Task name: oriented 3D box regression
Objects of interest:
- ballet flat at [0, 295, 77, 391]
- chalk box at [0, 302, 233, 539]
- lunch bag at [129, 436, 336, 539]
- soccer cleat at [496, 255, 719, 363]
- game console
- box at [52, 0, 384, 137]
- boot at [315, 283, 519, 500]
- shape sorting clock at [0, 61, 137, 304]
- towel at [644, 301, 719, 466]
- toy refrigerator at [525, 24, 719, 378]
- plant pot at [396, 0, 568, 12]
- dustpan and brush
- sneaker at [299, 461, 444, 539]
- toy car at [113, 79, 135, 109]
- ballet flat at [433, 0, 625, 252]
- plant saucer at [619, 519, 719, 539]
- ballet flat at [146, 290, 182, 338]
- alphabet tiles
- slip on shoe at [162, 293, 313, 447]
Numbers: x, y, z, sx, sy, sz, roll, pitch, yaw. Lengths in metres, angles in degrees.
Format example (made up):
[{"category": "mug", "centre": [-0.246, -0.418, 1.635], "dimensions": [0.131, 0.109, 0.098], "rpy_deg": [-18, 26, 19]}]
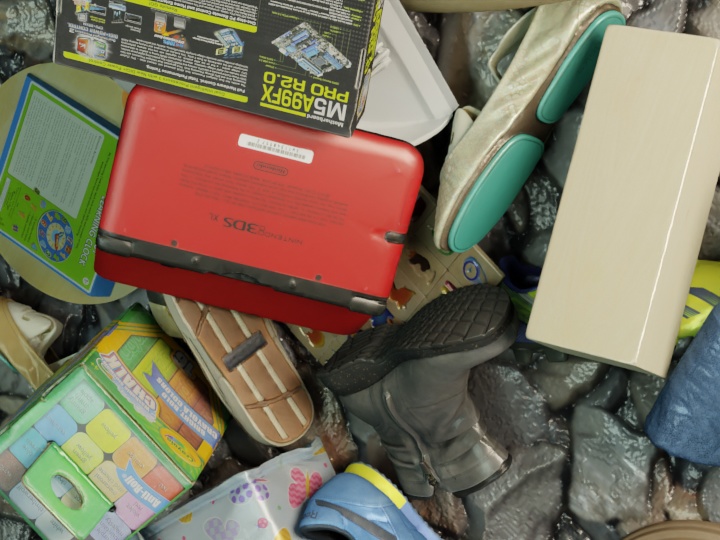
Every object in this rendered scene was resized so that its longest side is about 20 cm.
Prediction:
[{"category": "ballet flat", "centre": [-0.263, 0.078, 1.329], "dimensions": [0.063, 0.069, 0.200], "rpy_deg": [-42, 80, 5]}, {"category": "chalk box", "centre": [-0.194, 0.131, 1.174], "dimensions": [0.124, 0.200, 0.125], "rpy_deg": [-39, 98, 16]}, {"category": "lunch bag", "centre": [-0.089, 0.251, 1.213], "dimensions": [0.199, 0.127, 0.171], "rpy_deg": [-30, 83, 40]}, {"category": "soccer cleat", "centre": [0.174, 0.011, 1.017], "dimensions": [0.199, 0.065, 0.084], "rpy_deg": [-9, 95, 35]}, {"category": "game console", "centre": [-0.075, -0.038, 1.071], "dimensions": [0.198, 0.119, 0.174], "rpy_deg": [13, 105, -8]}, {"category": "box", "centre": [-0.083, -0.182, 0.946], "dimensions": [0.198, 0.044, 0.161], "rpy_deg": [14, 123, 5]}, {"category": "boot", "centre": [0.069, 0.090, 1.084], "dimensions": [0.132, 0.070, 0.200], "rpy_deg": [53, 146, -11]}, {"category": "shape sorting clock", "centre": [-0.234, -0.070, 1.274], "dimensions": [0.199, 0.039, 0.202], "rpy_deg": [7, 106, 27]}, {"category": "towel", "centre": [0.259, 0.037, 0.940], "dimensions": [0.201, 0.111, 0.049], "rpy_deg": [-64, 33, 27]}, {"category": "toy refrigerator", "centre": [0.172, -0.042, 0.964], "dimensions": [0.075, 0.070, 0.202], "rpy_deg": [13, 86, 30]}, {"category": "plant pot", "centre": [0.090, -0.237, 0.956], "dimensions": [0.199, 0.187, 0.189], "rpy_deg": [-19, 92, 49]}, {"category": "dustpan and brush", "centre": [-0.054, -0.113, 1.031], "dimensions": [0.199, 0.057, 0.140], "rpy_deg": [-14, 128, 29]}, {"category": "sneaker", "centre": [0.040, 0.230, 1.134], "dimensions": [0.200, 0.078, 0.066], "rpy_deg": [41, 143, 7]}, {"category": "toy car", "centre": [-0.118, -0.186, 1.071], "dimensions": [0.176, 0.184, 0.202], "rpy_deg": [4, 99, 32]}, {"category": "ballet flat", "centre": [0.099, -0.105, 1.026], "dimensions": [0.062, 0.067, 0.201], "rpy_deg": [41, 101, 30]}, {"category": "plant saucer", "centre": [0.234, 0.270, 1.066], "dimensions": [0.199, 0.029, 0.202], "rpy_deg": [10, 108, 32]}, {"category": "ballet flat", "centre": [-0.138, -0.041, 1.202], "dimensions": [0.066, 0.057, 0.202], "rpy_deg": [7, 108, 2]}, {"category": "alphabet tiles", "centre": [0.000, 0.000, 1.129], "dimensions": [0.167, 0.008, 0.200], "rpy_deg": [47, 136, 10]}, {"category": "slip on shoe", "centre": [-0.102, 0.042, 1.192], "dimensions": [0.201, 0.076, 0.060], "rpy_deg": [61, 159, -12]}]
